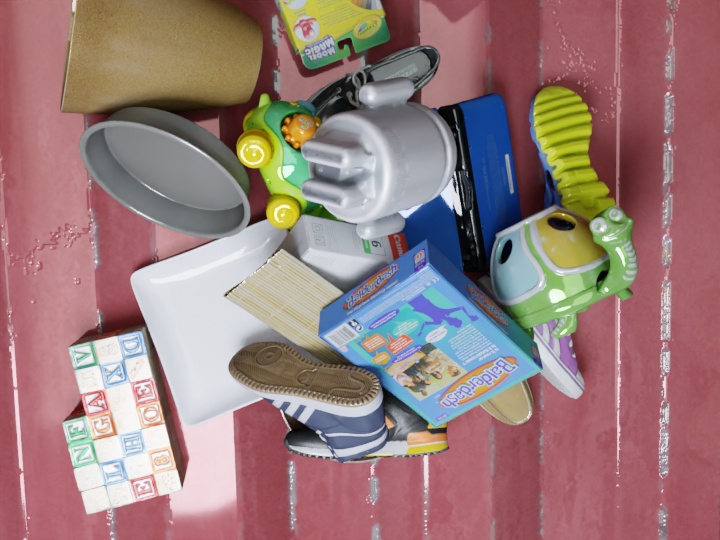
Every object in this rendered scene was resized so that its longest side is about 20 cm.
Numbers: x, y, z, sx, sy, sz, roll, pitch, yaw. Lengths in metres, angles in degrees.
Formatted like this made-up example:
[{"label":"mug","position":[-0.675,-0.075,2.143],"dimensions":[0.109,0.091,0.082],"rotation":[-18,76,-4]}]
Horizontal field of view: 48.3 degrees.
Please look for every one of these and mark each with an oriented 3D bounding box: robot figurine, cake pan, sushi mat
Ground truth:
[{"label":"robot figurine","position":[0.025,-0.115,0.845],"dimensions":[0.200,0.113,0.170],"rotation":[-23,125,-47]},{"label":"cake pan","position":[-0.210,-0.108,0.892],"dimensions":[0.200,0.200,0.037],"rotation":[25,61,-9]},{"label":"sushi mat","position":[-0.045,0.055,0.890],"dimensions":[0.200,0.012,0.096],"rotation":[37,118,-27]}]

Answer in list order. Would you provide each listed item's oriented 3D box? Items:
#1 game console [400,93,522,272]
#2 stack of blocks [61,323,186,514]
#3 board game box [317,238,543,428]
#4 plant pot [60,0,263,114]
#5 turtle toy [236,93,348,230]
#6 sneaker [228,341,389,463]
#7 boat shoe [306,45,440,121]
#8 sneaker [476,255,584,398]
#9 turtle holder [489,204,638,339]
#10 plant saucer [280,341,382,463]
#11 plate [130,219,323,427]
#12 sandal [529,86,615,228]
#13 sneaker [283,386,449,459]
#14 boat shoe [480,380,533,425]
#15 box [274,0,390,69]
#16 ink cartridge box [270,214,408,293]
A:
[{"label":"game console","position":[0.101,-0.101,0.984],"dimensions":[0.171,0.118,0.200],"rotation":[-26,110,-46]},{"label":"stack of blocks","position":[-0.291,0.175,0.964],"dimensions":[0.115,0.059,0.200],"rotation":[-13,97,-6]},{"label":"board game box","position":[0.077,0.076,0.870],"dimensions":[0.152,0.045,0.200],"rotation":[-34,121,25]},{"label":"plant pot","position":[-0.216,-0.248,0.885],"dimensions":[0.200,0.186,0.187],"rotation":[8,95,-22]},{"label":"turtle toy","position":[-0.063,-0.111,0.915],"dimensions":[0.101,0.146,0.200],"rotation":[-22,115,6]},{"label":"sneaker","position":[-0.057,0.150,0.909],"dimensions":[0.070,0.200,0.109],"rotation":[-53,140,-36]},{"label":"boat shoe","position":[0.008,-0.207,0.961],"dimensions":[0.199,0.068,0.074],"rotation":[-26,98,-4]},{"label":"sneaker","position":[0.250,0.060,1.021],"dimensions":[0.114,0.073,0.201],"rotation":[-36,99,-6]},{"label":"turtle holder","position":[0.219,-0.002,0.898],"dimensions":[0.141,0.186,0.132],"rotation":[-26,88,-4]},{"label":"plant saucer","position":[-0.006,0.140,1.012],"dimensions":[0.200,0.034,0.201],"rotation":[-1,95,-7]},{"label":"plate","position":[-0.150,0.061,0.967],"dimensions":[0.200,0.032,0.200],"rotation":[-21,88,1]},{"label":"sandal","position":[0.249,-0.131,0.996],"dimensions":[0.079,0.087,0.200],"rotation":[-5,75,-10]},{"label":"sneaker","position":[0.007,0.182,0.975],"dimensions":[0.200,0.070,0.090],"rotation":[0,78,-6]},{"label":"boat shoe","position":[0.156,0.119,1.009],"dimensions":[0.072,0.076,0.200],"rotation":[-39,99,-3]},{"label":"box","position":[-0.050,-0.347,0.952],"dimensions":[0.117,0.048,0.200],"rotation":[-21,96,-5]},{"label":"ink cartridge box","position":[0.000,0.000,0.927],"dimensions":[0.200,0.109,0.050],"rotation":[8,53,-32]}]
